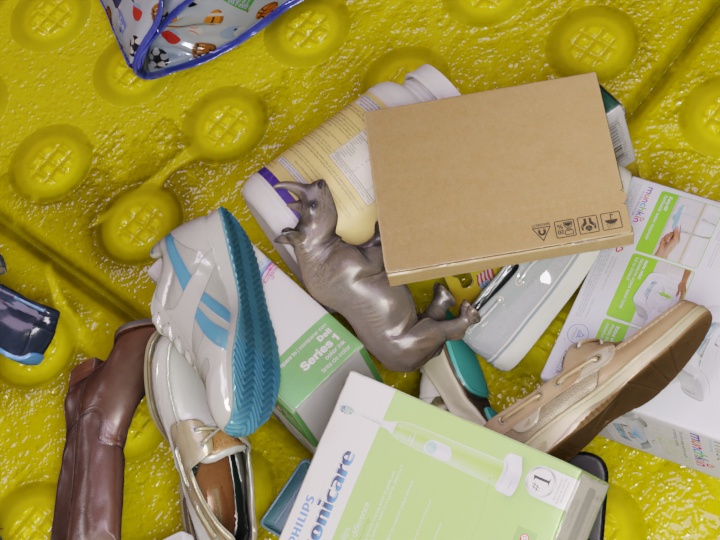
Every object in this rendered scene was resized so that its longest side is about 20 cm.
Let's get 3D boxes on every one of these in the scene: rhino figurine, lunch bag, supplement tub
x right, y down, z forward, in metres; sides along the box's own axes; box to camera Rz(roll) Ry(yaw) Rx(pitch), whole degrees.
[{"bbox_3d":[0.000,0.000,1.458,0.200,0.060,0.087,45,81,-4],"label":"rhino figurine"},{"bbox_3d":[-0.170,-0.303,1.751,0.200,0.124,0.171,-33,57,13],"label":"lunch bag"},{"bbox_3d":[0.012,-0.074,1.558,0.200,0.146,0.146,-36,59,-5],"label":"supplement tub"}]

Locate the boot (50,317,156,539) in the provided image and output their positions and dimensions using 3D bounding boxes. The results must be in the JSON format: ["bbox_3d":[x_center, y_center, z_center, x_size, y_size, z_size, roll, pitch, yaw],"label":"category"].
[{"bbox_3d":[-0.205,0.156,1.507,0.186,0.064,0.201,-35,42,47],"label":"boot"}]

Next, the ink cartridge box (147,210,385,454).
[{"bbox_3d":[-0.073,0.061,1.509,0.084,0.145,0.200,-43,60,-9],"label":"ink cartridge box"}]

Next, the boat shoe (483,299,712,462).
[{"bbox_3d":[0.180,0.082,1.363,0.200,0.071,0.065,-39,63,2],"label":"boat shoe"}]

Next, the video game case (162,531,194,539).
[{"bbox_3d":[-0.180,0.331,1.444,0.143,0.018,0.201,-28,57,22],"label":"video game case"}]

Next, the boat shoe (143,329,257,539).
[{"bbox_3d":[-0.123,0.141,1.466,0.074,0.201,0.068,-20,12,-30],"label":"boat shoe"}]

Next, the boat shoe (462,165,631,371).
[{"bbox_3d":[0.148,-0.011,1.469,0.071,0.070,0.201,32,105,-6],"label":"boat shoe"}]

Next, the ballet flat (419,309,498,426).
[{"bbox_3d":[0.085,0.122,1.484,0.069,0.070,0.201,-27,59,0],"label":"ballet flat"}]

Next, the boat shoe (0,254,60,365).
[{"bbox_3d":[-0.355,0.009,1.661,0.200,0.084,0.069,37,96,15],"label":"boat shoe"}]

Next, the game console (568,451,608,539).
[{"bbox_3d":[0.081,0.220,1.370,0.199,0.119,0.173,4,88,16],"label":"game console"}]

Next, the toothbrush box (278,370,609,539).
[{"bbox_3d":[0.061,0.182,1.311,0.199,0.086,0.146,21,85,25],"label":"toothbrush box"}]

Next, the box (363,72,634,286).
[{"bbox_3d":[0.109,-0.077,1.436,0.199,0.021,0.164,-10,58,4],"label":"box"}]

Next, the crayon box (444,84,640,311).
[{"bbox_3d":[0.143,-0.060,1.518,0.200,0.127,0.051,-34,51,-7],"label":"crayon box"}]

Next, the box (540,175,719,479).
[{"bbox_3d":[0.270,0.047,1.449,0.176,0.097,0.201,18,69,23],"label":"box"}]

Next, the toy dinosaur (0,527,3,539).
[{"bbox_3d":[-0.351,0.232,1.497,0.102,0.136,0.200,-22,15,20],"label":"toy dinosaur"}]

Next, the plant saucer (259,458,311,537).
[{"bbox_3d":[0.013,0.232,1.468,0.199,0.019,0.070,27,73,27],"label":"plant saucer"}]

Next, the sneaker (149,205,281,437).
[{"bbox_3d":[-0.118,0.049,1.408,0.080,0.077,0.201,-23,53,15],"label":"sneaker"}]
